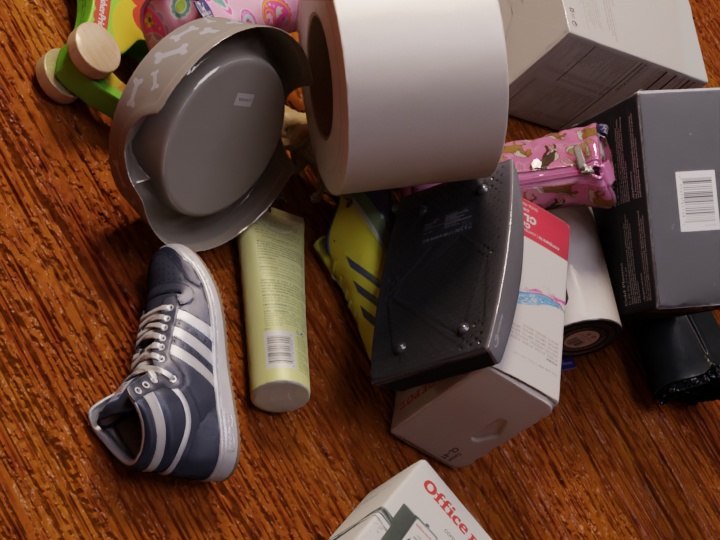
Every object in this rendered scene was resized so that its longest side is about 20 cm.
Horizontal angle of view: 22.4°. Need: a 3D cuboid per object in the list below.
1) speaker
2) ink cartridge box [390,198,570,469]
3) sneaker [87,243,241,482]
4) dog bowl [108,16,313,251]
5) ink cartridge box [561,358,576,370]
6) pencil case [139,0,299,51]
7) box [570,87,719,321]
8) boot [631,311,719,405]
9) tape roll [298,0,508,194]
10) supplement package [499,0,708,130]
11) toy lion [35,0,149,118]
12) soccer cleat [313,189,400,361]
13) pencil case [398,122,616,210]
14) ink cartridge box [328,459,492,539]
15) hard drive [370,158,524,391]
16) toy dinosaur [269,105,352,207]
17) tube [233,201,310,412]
[{"bbox_3d":[0.191,-0.023,1.741,0.081,0.081,0.202,11,57,-35],"label":"speaker"},{"bbox_3d":[0.108,0.052,1.622,0.085,0.147,0.201,30,46,-21],"label":"ink cartridge box"},{"bbox_3d":[-0.163,0.069,1.436,0.108,0.070,0.202,5,63,-40],"label":"sneaker"},{"bbox_3d":[-0.126,-0.119,1.514,0.058,0.202,0.199,30,33,31],"label":"dog bowl"},{"bbox_3d":[0.151,0.004,1.774,0.094,0.037,0.202,-5,69,-43],"label":"ink cartridge box"},{"bbox_3d":[-0.113,-0.233,1.606,0.088,0.087,0.200,54,35,3],"label":"pencil case"},{"bbox_3d":[0.284,-0.058,1.725,0.103,0.182,0.202,-4,86,-14],"label":"box"},{"bbox_3d":[0.349,0.053,1.876,0.199,0.076,0.169,-6,63,-35],"label":"boot"},{"bbox_3d":[0.032,-0.171,1.538,0.138,0.203,0.204,-8,65,-11],"label":"tape roll"},{"bbox_3d":[0.233,-0.264,1.937,0.199,0.147,0.193,14,54,-34],"label":"supplement package"},{"bbox_3d":[-0.184,-0.208,1.615,0.191,0.068,0.202,29,47,-33],"label":"toy lion"},{"bbox_3d":[0.000,0.000,1.641,0.083,0.065,0.202,-2,65,-8],"label":"soccer cleat"},{"bbox_3d":[0.136,-0.084,1.685,0.198,0.087,0.083,-8,53,6],"label":"pencil case"},{"bbox_3d":[0.028,0.269,1.455,0.147,0.083,0.200,49,42,-4],"label":"ink cartridge box"},{"bbox_3d":[0.079,0.007,1.555,0.042,0.134,0.201,43,43,-36],"label":"hard drive"},{"bbox_3d":[-0.053,-0.115,1.645,0.199,0.058,0.101,34,63,12],"label":"toy dinosaur"},{"bbox_3d":[-0.073,0.025,1.562,0.058,0.051,0.202,66,15,-55],"label":"tube"}]
